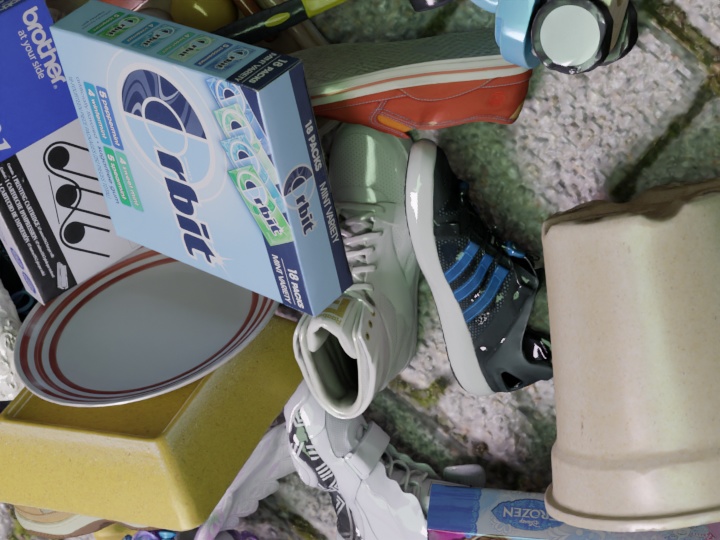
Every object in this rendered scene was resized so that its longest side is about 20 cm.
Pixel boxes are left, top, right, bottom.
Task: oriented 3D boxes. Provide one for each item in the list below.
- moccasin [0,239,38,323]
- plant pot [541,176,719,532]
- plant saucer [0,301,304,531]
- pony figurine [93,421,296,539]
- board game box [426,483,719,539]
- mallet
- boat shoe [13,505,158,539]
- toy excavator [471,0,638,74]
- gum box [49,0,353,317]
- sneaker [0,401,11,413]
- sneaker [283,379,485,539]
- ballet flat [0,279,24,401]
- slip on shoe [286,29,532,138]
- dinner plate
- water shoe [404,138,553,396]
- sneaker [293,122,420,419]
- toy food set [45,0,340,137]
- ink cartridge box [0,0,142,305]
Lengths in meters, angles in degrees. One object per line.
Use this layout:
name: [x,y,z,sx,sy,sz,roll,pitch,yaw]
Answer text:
moccasin: [-0.251,0.046,1.245,0.080,0.068,0.201,-33,98,27]
plant pot: [0.197,0.044,1.040,0.199,0.200,0.185,-10,98,22]
plant saucer: [-0.153,0.083,1.134,0.198,0.200,0.049,3,128,29]
pony figurine: [-0.113,0.217,1.221,0.199,0.193,0.168,-3,109,40]
board game box: [0.149,0.232,1.149,0.197,0.044,0.201,2,136,9]
mallet: [-0.025,-0.166,1.070,0.199,0.041,0.066,-29,103,8]
boat shoe: [-0.196,0.146,1.202,0.199,0.072,0.077,-13,115,40]
toy excavator: [0.085,-0.232,1.005,0.198,0.100,0.196,19,108,16]
gum box: [-0.104,-0.075,1.069,0.199,0.044,0.171,21,137,37]
sneaker: [-0.335,0.071,1.276,0.088,0.081,0.201,-20,103,23]
sneaker: [0.024,0.146,1.194,0.114,0.075,0.202,-13,112,22]
ballet flat: [-0.303,0.008,1.192,0.071,0.072,0.201,-32,76,27]
slip on shoe: [0.016,-0.114,1.068,0.198,0.074,0.062,-6,118,-4]
dinner plate: [-0.144,0.034,1.136,0.198,0.201,0.024,-3,125,20]
water shoe: [0.085,-0.007,1.110,0.078,0.072,0.201,-9,123,15]
sneaker: [0.000,0.000,1.117,0.073,0.116,0.202,3,111,19]
toy food set: [-0.115,-0.150,1.123,0.143,0.060,0.201,-36,97,27]
ink cartridge box: [-0.229,-0.086,1.146,0.044,0.094,0.201,27,144,55]
